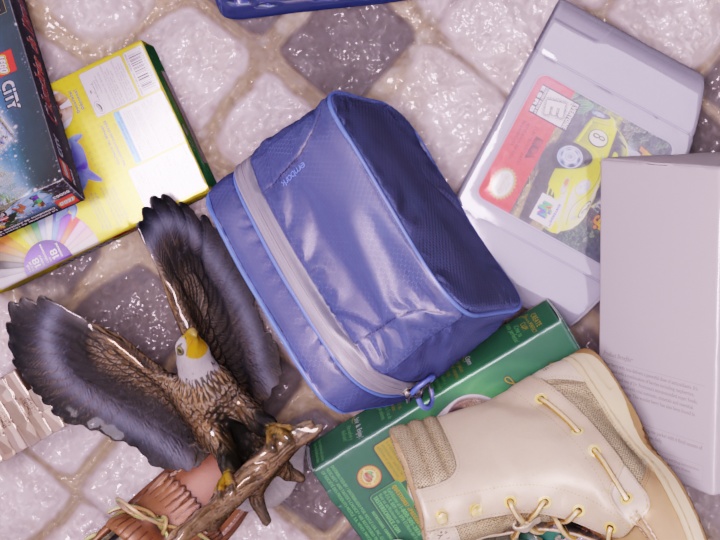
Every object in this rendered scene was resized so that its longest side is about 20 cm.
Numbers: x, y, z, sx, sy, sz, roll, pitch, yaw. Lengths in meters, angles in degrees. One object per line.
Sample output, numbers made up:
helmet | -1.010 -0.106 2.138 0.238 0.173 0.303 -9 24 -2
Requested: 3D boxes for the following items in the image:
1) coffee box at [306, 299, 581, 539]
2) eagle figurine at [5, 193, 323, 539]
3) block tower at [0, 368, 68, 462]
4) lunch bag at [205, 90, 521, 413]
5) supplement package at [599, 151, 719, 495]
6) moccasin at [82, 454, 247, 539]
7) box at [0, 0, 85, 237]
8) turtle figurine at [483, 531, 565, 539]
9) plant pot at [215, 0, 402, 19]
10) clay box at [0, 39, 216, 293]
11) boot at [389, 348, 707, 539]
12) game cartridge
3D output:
coffee box | 0.078 0.123 0.972 0.199 0.044 0.123 -33 110 5
eagle figurine | -0.115 0.067 0.923 0.200 0.151 0.151 45 123 28
block tower | -0.276 0.118 0.997 0.199 0.054 0.058 -31 91 4
lunch bag | 0.000 0.000 0.917 0.132 0.136 0.201 -37 73 21
supplement package | 0.236 0.027 0.909 0.119 0.121 0.201 -5 99 -27
moccasin | -0.151 0.189 0.983 0.201 0.078 0.074 -34 89 2
box | -0.278 -0.110 0.947 0.136 0.038 0.201 -23 68 4
turtle figurine | 0.108 0.226 0.945 0.100 0.150 0.201 30 84 14
plant pot | -0.019 -0.276 0.895 0.199 0.180 0.201 -8 95 3
clay box | -0.213 -0.065 0.984 0.199 0.048 0.115 -24 91 5
boot | 0.115 0.152 0.857 0.155 0.073 0.201 -18 55 -10
game cartridge | 0.149 -0.069 0.975 0.133 0.041 0.201 27 95 -4
